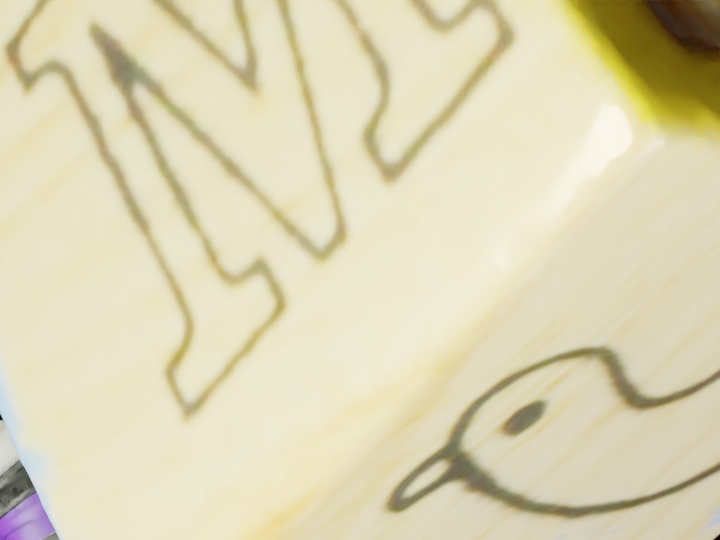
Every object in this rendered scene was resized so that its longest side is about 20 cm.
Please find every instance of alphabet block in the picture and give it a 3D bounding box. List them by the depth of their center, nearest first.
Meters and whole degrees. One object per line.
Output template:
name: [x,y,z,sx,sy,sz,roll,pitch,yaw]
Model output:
alphabet block: [0.024,-0.042,0.733,0.195,0.197,0.200,-2,143,-45]

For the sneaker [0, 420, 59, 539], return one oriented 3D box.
sneaker: [-0.070,0.077,1.190,0.200,0.100,0.070,-33,167,-39]
